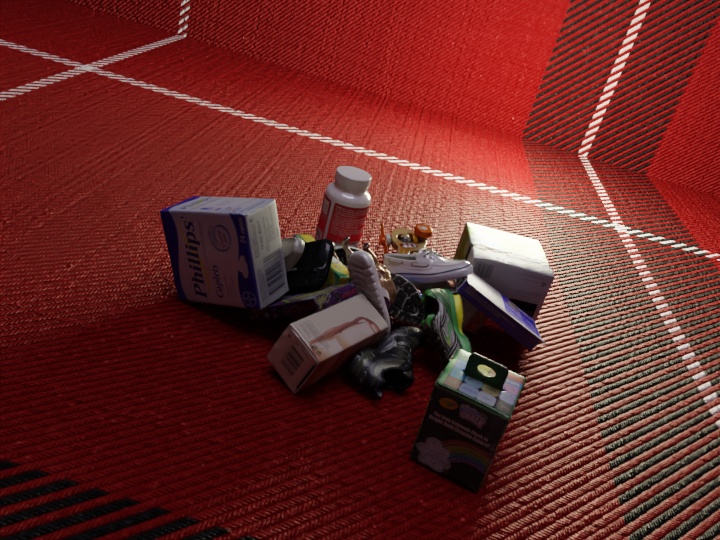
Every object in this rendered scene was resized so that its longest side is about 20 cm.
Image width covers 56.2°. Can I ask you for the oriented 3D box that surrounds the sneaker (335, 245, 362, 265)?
[{"bbox_3d":[-0.062,-0.030,1.517,0.197,0.075,0.079,7,19,1],"label":"sneaker"}]

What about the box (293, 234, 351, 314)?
[{"bbox_3d":[-0.083,0.025,1.366,0.048,0.118,0.200,-3,32,-44],"label":"box"}]

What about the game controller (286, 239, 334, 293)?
[{"bbox_3d":[-0.127,-0.006,1.340,0.199,0.105,0.042,-8,-38,45],"label":"game controller"}]

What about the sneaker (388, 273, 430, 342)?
[{"bbox_3d":[0.116,0.084,1.400,0.200,0.079,0.089,43,5,5],"label":"sneaker"}]

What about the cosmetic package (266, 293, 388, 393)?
[{"bbox_3d":[-0.054,0.126,1.195,0.087,0.104,0.199,49,39,16],"label":"cosmetic package"}]

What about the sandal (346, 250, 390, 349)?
[{"bbox_3d":[0.026,0.055,1.277,0.082,0.205,0.050,11,30,38],"label":"sandal"}]

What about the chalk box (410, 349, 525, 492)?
[{"bbox_3d":[0.176,0.215,1.062,0.124,0.202,0.124,24,28,16],"label":"chalk box"}]

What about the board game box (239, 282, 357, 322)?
[{"bbox_3d":[-0.117,0.060,1.259,0.198,0.033,0.120,-11,11,40],"label":"board game box"}]

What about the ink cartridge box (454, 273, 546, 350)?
[{"bbox_3d":[0.284,0.080,1.395,0.197,0.044,0.200,38,11,-1],"label":"ink cartridge box"}]

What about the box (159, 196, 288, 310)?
[{"bbox_3d":[-0.252,-0.036,1.259,0.198,0.186,0.105,5,23,27],"label":"box"}]

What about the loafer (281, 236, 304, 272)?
[{"bbox_3d":[-0.193,-0.021,1.329,0.070,0.199,0.071,38,43,-35],"label":"loafer"}]

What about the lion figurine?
[{"bbox_3d":[0.000,0.000,1.382,0.072,0.123,0.200,-38,28,-12],"label":"lion figurine"}]

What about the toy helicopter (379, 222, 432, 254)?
[{"bbox_3d":[0.099,-0.055,1.664,0.131,0.080,0.201,17,31,3],"label":"toy helicopter"}]

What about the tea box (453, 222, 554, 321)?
[{"bbox_3d":[0.334,0.002,1.619,0.197,0.135,0.197,14,27,-5],"label":"tea box"}]

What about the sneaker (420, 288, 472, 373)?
[{"bbox_3d":[0.153,0.129,1.283,0.084,0.078,0.202,8,59,-29],"label":"sneaker"}]

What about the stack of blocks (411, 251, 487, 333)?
[{"bbox_3d":[0.192,0.050,1.486,0.200,0.059,0.115,45,15,29],"label":"stack of blocks"}]

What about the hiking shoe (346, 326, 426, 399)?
[{"bbox_3d":[0.066,0.174,1.239,0.199,0.076,0.101,-24,58,-42],"label":"hiking shoe"}]

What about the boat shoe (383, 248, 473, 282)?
[{"bbox_3d":[0.135,-0.013,1.410,0.198,0.068,0.073,-6,11,22],"label":"boat shoe"}]

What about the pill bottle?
[{"bbox_3d":[-0.039,-0.140,1.606,0.111,0.202,0.113,13,27,-7],"label":"pill bottle"}]
